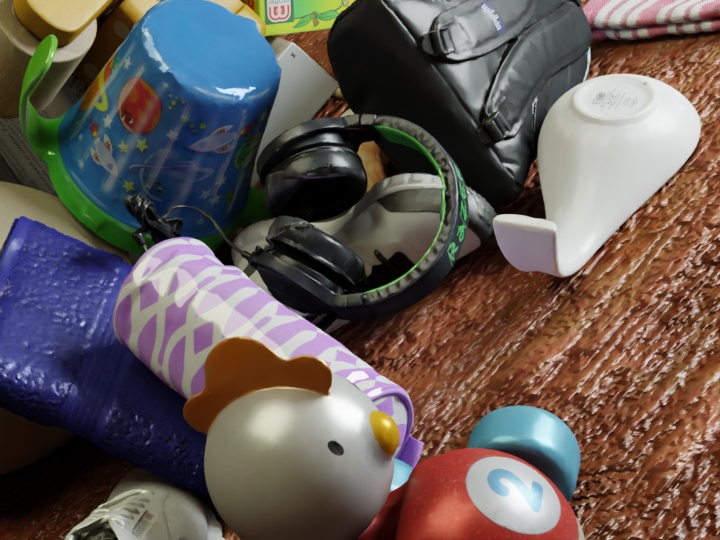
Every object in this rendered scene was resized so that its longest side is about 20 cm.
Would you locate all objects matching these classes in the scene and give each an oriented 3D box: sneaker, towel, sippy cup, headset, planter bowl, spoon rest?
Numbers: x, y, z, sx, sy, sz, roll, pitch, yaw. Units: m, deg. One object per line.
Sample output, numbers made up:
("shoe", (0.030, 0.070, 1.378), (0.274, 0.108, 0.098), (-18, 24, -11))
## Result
("sneaker", (-0.131, 0.162, 1.579), (0.076, 0.081, 0.200), (-28, 26, 14))
("towel", (0.249, -0.210, 1.829), (0.199, 0.030, 0.147), (-2, 41, 46))
("sneaker", (0.000, 0.000, 1.731), (0.199, 0.074, 0.080), (-19, 44, 35))
("sippy cup", (-0.116, -0.099, 1.772), (0.177, 0.140, 0.131), (-11, -34, -40))
("headset", (-0.037, -0.035, 1.666), (0.199, 0.094, 0.124), (-5, 68, 21))
("planter bowl", (-0.218, 0.029, 1.802), (0.134, 0.201, 0.200), (-14, 21, -19))
("towel", (-0.141, 0.059, 1.664), (0.148, 0.199, 0.050), (-73, 8, -49))
("spoon rest", (0.137, -0.057, 1.668), (0.099, 0.061, 0.200), (11, 37, 25))

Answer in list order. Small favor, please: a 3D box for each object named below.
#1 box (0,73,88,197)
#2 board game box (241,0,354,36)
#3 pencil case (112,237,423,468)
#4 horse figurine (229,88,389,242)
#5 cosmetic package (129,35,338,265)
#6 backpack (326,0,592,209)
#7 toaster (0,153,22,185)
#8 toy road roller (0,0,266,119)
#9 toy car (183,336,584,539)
("box", (-0.233, -0.119, 2.042), (0.199, 0.184, 0.105), (-5, 39, 44))
("board game box", (0.002, -0.209, 1.978), (0.199, 0.048, 0.102), (-9, 19, -21))
("pencil case", (-0.053, 0.056, 1.582), (0.200, 0.085, 0.084), (37, 112, 33))
("horse figurine", (-0.009, -0.081, 1.881), (0.132, 0.050, 0.200), (-19, 32, 41))
("cosmetic package", (-0.102, -0.069, 1.907), (0.200, 0.051, 0.083), (-50, 15, -2))
("backpack", (0.070, -0.141, 1.783), (0.154, 0.163, 0.200), (-25, 17, 49))
("toaster", (-0.312, -0.024, 2.030), (0.200, 0.129, 0.114), (1, 45, 48))
("toy road roller", (-0.157, -0.162, 1.867), (0.200, 0.146, 0.123), (-49, 2, -37))
("toy car", (-0.002, 0.108, 1.387), (0.176, 0.200, 0.185), (-20, 30, 25))
